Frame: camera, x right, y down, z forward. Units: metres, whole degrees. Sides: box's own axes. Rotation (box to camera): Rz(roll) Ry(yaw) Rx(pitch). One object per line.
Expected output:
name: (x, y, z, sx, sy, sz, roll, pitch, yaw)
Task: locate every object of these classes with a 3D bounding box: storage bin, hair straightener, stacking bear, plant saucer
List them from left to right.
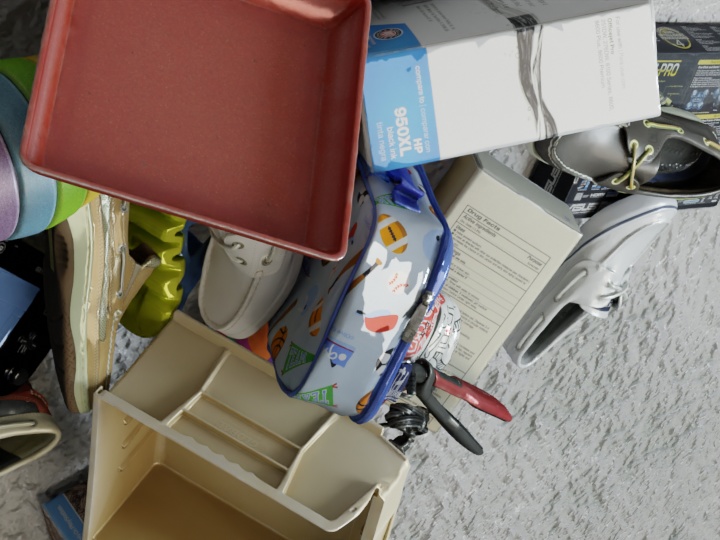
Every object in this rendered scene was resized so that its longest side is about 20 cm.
stacking bear: (-0.191, -0.087, 1.304, 0.199, 0.114, 0.121, -26, 171, -32)
plant saucer: (-0.097, -0.108, 1.278, 0.199, 0.201, 0.037, 17, 147, -18)
storage bin: (-0.082, 0.158, 1.483, 0.094, 0.198, 0.200, -52, 165, -36)
hair straightener: (0.053, 0.113, 1.588, 0.077, 0.041, 0.200, -51, 158, 4)

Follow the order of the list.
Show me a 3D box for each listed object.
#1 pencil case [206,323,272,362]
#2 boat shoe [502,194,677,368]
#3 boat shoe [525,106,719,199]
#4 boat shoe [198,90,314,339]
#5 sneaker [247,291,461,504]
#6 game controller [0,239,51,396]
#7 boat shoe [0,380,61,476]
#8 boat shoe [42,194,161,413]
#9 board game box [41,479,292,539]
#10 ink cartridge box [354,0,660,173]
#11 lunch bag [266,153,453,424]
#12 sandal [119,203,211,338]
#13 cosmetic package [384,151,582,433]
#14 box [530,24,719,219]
pencil case: (-0.036, 0.003, 1.576, 0.200, 0.088, 0.088, -52, 143, 12)
boat shoe: (0.191, 0.008, 1.764, 0.073, 0.066, 0.200, 2, 144, -48)
boat shoe: (0.213, -0.094, 1.655, 0.200, 0.061, 0.072, 2, 125, -41)
boat shoe: (-0.072, -0.039, 1.392, 0.069, 0.071, 0.201, -11, 134, -46)
sneaker: (-0.002, 0.092, 1.588, 0.202, 0.067, 0.108, -55, 153, 15)
game controller: (-0.265, 0.016, 1.407, 0.104, 0.042, 0.200, -47, 145, 6)
boat shoe: (-0.303, 0.139, 1.479, 0.199, 0.063, 0.071, -29, 144, -17)
boat shoe: (-0.168, 0.001, 1.414, 0.076, 0.072, 0.201, -8, 118, -19)
board game box: (-0.115, 0.211, 1.640, 0.199, 0.160, 0.097, -29, 147, -19)
ink cartridge box: (0.084, -0.140, 1.428, 0.199, 0.145, 0.085, -12, 112, -7)
lunch bag: (0.000, 0.000, 1.421, 0.075, 0.200, 0.161, 21, 108, -18)
sandal: (-0.118, -0.053, 1.459, 0.087, 0.079, 0.201, -27, 147, -48)
cosmetic package: (0.071, 0.013, 1.663, 0.105, 0.071, 0.200, 33, 105, -16)
box: (0.246, -0.121, 1.746, 0.199, 0.049, 0.162, -6, 133, -39)
